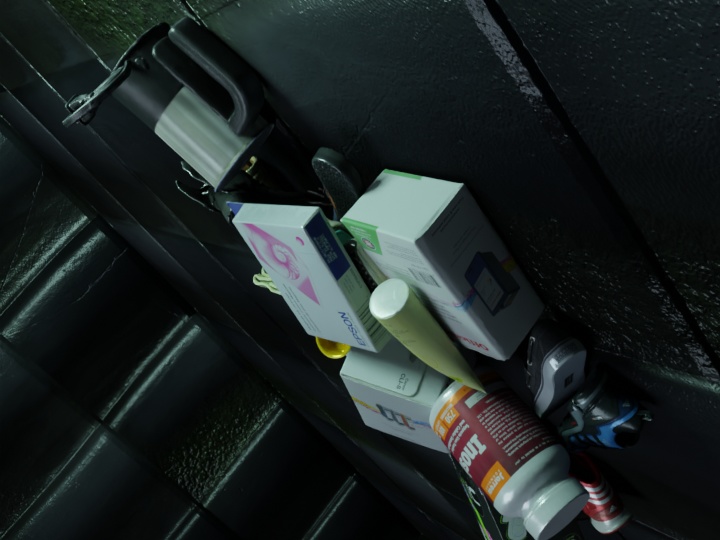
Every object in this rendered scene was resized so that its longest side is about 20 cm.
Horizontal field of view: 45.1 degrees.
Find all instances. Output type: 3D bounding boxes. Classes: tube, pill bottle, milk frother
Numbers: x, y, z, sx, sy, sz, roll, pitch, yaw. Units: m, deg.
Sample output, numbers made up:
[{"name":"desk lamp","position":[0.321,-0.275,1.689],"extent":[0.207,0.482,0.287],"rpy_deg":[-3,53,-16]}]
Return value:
[{"name":"tube","position":[0.079,0.084,0.999],"extent":[0.200,0.051,0.059],"rpy_deg":[47,-155,-44]},{"name":"pill bottle","position":[0.184,0.226,1.070],"extent":[0.200,0.112,0.113],"rpy_deg":[49,171,32]},{"name":"milk frother","position":[-0.230,-0.181,1.055],"extent":[0.188,0.201,0.180],"rpy_deg":[41,161,-4]}]

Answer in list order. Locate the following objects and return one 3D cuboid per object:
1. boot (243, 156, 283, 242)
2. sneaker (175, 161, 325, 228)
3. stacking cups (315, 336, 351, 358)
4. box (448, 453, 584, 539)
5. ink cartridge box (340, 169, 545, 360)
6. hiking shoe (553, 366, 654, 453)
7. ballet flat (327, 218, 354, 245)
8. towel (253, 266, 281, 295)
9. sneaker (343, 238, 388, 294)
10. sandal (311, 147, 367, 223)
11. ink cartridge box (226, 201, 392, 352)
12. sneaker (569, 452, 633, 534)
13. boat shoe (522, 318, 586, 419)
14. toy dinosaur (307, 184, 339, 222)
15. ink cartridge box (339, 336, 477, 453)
[{"name":"boot","position":[-0.165,-0.103,1.334],"extent":[0.156,0.073,0.199],"rpy_deg":[48,161,-25]},{"name":"sneaker","position":[-0.148,-0.103,1.201],"extent":[0.197,0.061,0.104],"rpy_deg":[-1,-145,-42]},{"name":"stacking cups","position":[0.003,0.087,1.287],"extent":[0.060,0.061,0.199],"rpy_deg":[35,-164,19]},{"name":"box","position":[0.241,0.354,1.348],"extent":[0.148,0.123,0.203],"rpy_deg":[-174,61,-80]},{"name":"ink cartridge box","position":[0.092,-0.006,0.960],"extent":[0.144,0.088,0.201],"rpy_deg":[19,152,55]},{"name":"hiking shoe","position":[0.289,0.192,1.046],"extent":[0.086,0.075,0.201],"rpy_deg":[35,163,20]},{"name":"ballet flat","position":[0.000,0.000,1.114],"extent":[0.062,0.067,0.201],"rpy_deg":[37,167,52]},{"name":"towel","position":[-0.046,0.028,1.283],"extent":[0.197,0.037,0.148],"rpy_deg":[4,-171,-35]},{"name":"sneaker","position":[0.055,0.011,1.073],"extent":[0.200,0.094,0.070],"rpy_deg":[47,161,-30]},{"name":"sandal","position":[0.003,-0.083,1.028],"extent":[0.075,0.048,0.201],"rpy_deg":[27,161,28]},{"name":"ink cartridge box","position":[-0.074,0.006,1.073],"extent":[0.198,0.043,0.198],"rpy_deg":[7,137,48]},{"name":"sneaker","position":[0.336,0.323,1.338],"extent":[0.117,0.078,0.200],"rpy_deg":[61,163,-4]},{"name":"boat shoe","position":[0.221,0.115,1.029],"extent":[0.067,0.069,0.201],"rpy_deg":[52,173,27]},{"name":"toy dinosaur","position":[-0.015,-0.062,1.159],"extent":[0.196,0.107,0.182],"rpy_deg":[9,158,-12]},{"name":"ink cartridge box","position":[0.076,0.143,1.232],"extent":[0.142,0.147,0.201],"rpy_deg":[16,155,19]}]
